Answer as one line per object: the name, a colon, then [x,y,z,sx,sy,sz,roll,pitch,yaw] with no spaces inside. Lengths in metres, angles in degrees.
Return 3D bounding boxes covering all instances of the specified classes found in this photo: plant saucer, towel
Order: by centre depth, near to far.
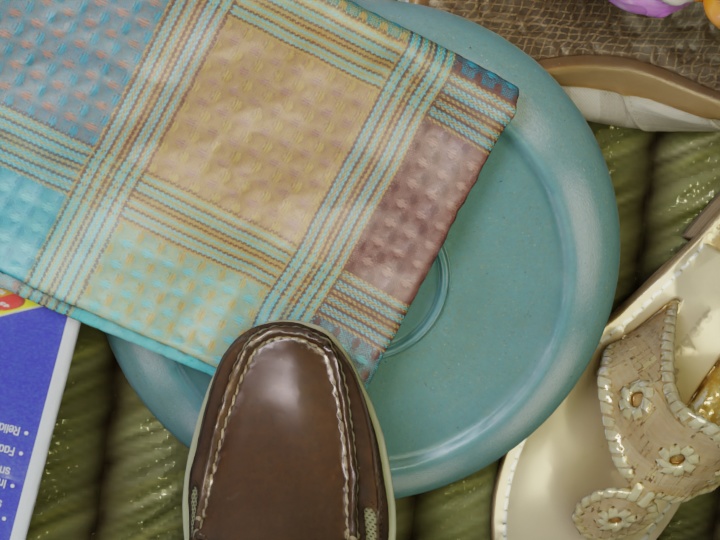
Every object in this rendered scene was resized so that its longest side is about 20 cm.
towel: [-0.061,-0.042,0.815,0.200,0.022,0.147,25,102,-14]
plant saucer: [0.000,0.000,0.868,0.199,0.027,0.201,-1,110,-3]

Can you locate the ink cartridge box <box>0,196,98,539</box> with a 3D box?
ink cartridge box: [-0.211,0.048,0.844,0.197,0.047,0.201,14,100,-14]

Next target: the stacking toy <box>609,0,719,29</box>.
stacking toy: [0.096,-0.129,0.810,0.116,0.200,0.110,-10,134,-35]

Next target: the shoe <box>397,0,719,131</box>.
shoe: [0.106,-0.091,0.906,0.199,0.053,0.070,5,82,-16]

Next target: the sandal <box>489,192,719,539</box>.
sandal: [0.127,0.045,0.907,0.078,0.070,0.212,37,86,-13]

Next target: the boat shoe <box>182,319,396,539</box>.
boat shoe: [-0.025,0.114,0.784,0.074,0.075,0.203,0,81,0]
